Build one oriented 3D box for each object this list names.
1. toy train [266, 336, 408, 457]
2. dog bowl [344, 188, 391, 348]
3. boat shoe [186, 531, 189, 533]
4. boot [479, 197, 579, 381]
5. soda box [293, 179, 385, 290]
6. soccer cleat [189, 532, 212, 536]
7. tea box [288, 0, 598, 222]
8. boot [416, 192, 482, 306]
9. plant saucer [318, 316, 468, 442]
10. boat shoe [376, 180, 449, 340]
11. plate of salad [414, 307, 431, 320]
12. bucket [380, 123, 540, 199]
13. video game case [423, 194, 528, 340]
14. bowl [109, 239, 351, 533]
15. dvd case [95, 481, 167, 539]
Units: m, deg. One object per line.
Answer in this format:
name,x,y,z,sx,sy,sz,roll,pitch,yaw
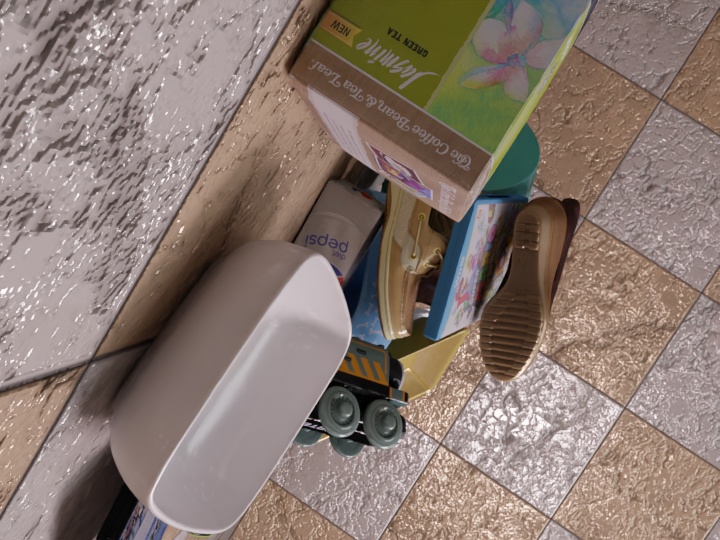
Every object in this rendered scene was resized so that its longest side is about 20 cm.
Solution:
toy train,-0.035,0.105,0.719,0.085,0.198,0.115,-27,-130,47
dog bowl,0.000,0.000,0.845,0.111,0.049,0.203,-18,-125,51
boat shoe,-0.159,0.245,0.944,0.071,0.064,0.199,-35,180,43
boot,0.205,0.017,0.868,0.166,0.072,0.203,-12,115,-59
soda box,-0.048,0.008,0.782,0.201,0.063,0.068,-59,174,11
soccer cleat,-0.123,0.155,0.729,0.081,0.067,0.202,23,-87,64
tea box,0.069,-0.155,0.522,0.198,0.133,0.200,-58,175,1
boot,0.110,-0.020,0.902,0.199,0.165,0.073,-36,-132,37
plant saucer,0.017,0.130,0.936,0.198,0.049,0.201,-21,155,-19
boat shoe,0.056,-0.030,0.753,0.074,0.065,0.203,-3,98,-78
plate of salad,0.039,0.094,1.022,0.201,0.197,0.049,116,-32,-51
bucket,0.125,-0.117,0.972,0.208,0.205,0.136,-54,163,-37
video game case,0.129,-0.010,0.818,0.199,0.018,0.145,-11,119,-63
bowl,-0.093,0.081,0.552,0.201,0.074,0.200,-58,161,-17
dvd case,-0.185,0.214,0.637,0.143,0.017,0.201,-72,180,-50
